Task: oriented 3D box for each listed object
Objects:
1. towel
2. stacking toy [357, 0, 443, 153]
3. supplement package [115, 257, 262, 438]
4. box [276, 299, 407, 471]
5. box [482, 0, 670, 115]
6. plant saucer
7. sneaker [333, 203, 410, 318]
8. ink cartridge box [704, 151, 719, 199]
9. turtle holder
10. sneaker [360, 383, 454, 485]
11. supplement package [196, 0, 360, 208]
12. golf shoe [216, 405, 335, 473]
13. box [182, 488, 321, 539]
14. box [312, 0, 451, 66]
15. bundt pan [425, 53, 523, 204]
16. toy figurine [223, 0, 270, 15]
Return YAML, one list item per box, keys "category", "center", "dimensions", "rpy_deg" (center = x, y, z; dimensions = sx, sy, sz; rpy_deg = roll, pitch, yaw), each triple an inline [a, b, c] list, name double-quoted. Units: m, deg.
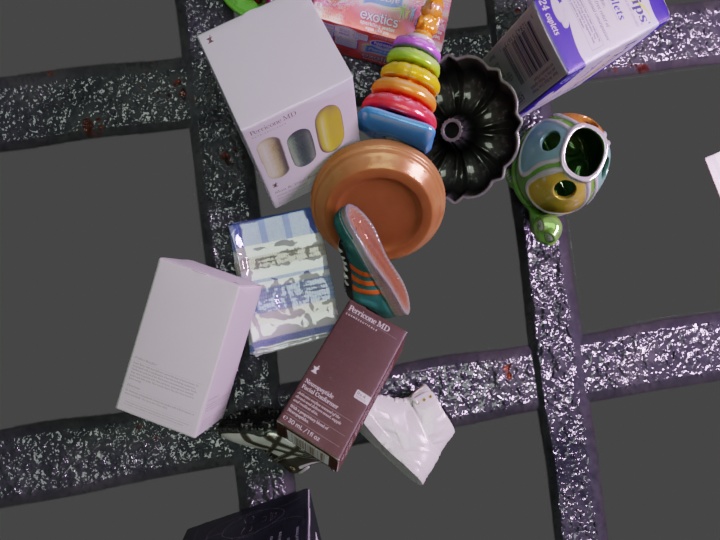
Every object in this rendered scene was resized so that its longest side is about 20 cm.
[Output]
- category: "towel"
  center: [-0.115, 0.015, 0.852]
  dimensions: [0.142, 0.024, 0.207]
  rpy_deg: [-11, 89, -6]
- category: "stacking toy"
  center: [0.071, -0.273, 0.759]
  dimensions: [0.107, 0.116, 0.206]
  rpy_deg: [17, 91, 4]
- category: "supplement package"
  center: [-0.229, 0.099, 0.778]
  dimensions: [0.118, 0.120, 0.206]
  rpy_deg: [18, 91, 5]
- category: "box"
  center: [-0.022, 0.155, 0.778]
  dimensions: [0.098, 0.076, 0.202]
  rpy_deg: [26, 61, 10]
- category: "box"
  center: [0.293, -0.322, 0.806]
  dimensions: [0.197, 0.184, 0.107]
  rpy_deg: [-31, 91, -15]
- category: "plant saucer"
  center: [0.025, -0.086, 0.798]
  dimensions: [0.193, 0.038, 0.204]
  rpy_deg: [1, 131, 1]
- category: "sneaker"
  center: [0.000, 0.000, 0.802]
  dimensions: [0.078, 0.072, 0.202]
  rpy_deg: [-17, 126, 20]
- category: "ink cartridge box"
  center: [0.653, -0.118, 0.917]
  dimensions: [0.172, 0.045, 0.205]
  rpy_deg: [-22, 90, -6]
- category: "turtle holder"
  center: [0.291, -0.147, 0.840]
  dimensions: [0.185, 0.132, 0.141]
  rpy_deg: [-43, 93, -5]
- category: "sneaker"
  center: [0.049, 0.205, 0.847]
  dimensions: [0.199, 0.074, 0.116]
  rpy_deg: [43, 69, 3]
- category: "supplement package"
  center: [-0.097, -0.218, 0.753]
  dimensions: [0.149, 0.201, 0.153]
  rpy_deg: [-26, 71, -5]
- category: "golf shoe"
  center: [-0.114, 0.253, 0.820]
  dimensions: [0.193, 0.078, 0.098]
  rpy_deg: [1, 101, 5]
- category: "box"
  center: [-0.145, 0.412, 0.750]
  dimensions: [0.191, 0.200, 0.128]
  rpy_deg: [-14, 90, -5]
- category: "box"
  center: [0.027, -0.374, 0.837]
  dimensions: [0.194, 0.103, 0.098]
  rpy_deg: [13, 87, -4]
- category: "bundt pan"
  center: [0.142, -0.204, 0.829]
  dimensions: [0.196, 0.075, 0.209]
  rpy_deg: [4, 100, 22]
- category: "toy figurine"
  center: [-0.134, -0.438, 0.782]
  dimensions: [0.147, 0.184, 0.205]
  rpy_deg: [-25, 91, -5]
